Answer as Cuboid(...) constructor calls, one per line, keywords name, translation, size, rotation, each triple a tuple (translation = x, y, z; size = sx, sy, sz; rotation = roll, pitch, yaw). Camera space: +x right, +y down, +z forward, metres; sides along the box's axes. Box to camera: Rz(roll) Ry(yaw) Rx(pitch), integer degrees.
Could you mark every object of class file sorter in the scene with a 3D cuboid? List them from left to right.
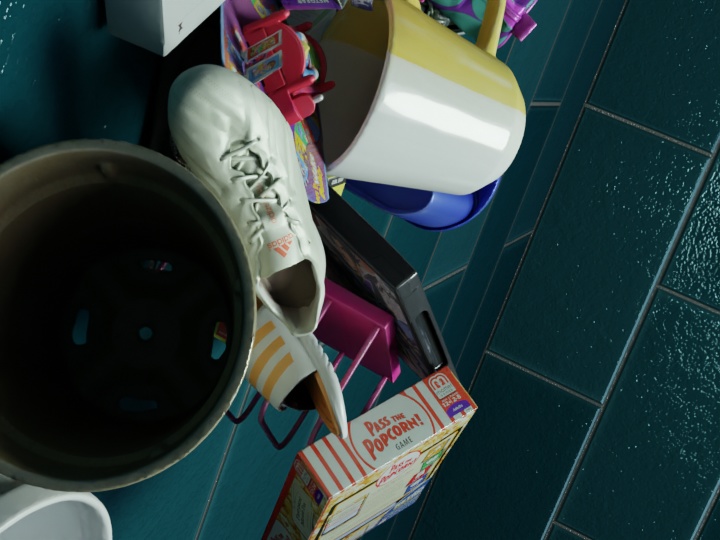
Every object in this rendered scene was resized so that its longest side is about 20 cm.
Cuboid(name="file sorter", translation=(-0.084, 0.067, 0.963), size=(0.126, 0.199, 0.139), rotation=(-56, 164, -17))

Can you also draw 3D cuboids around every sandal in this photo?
Cuboid(name="sandal", translation=(-0.075, 0.051, 0.856), size=(0.059, 0.207, 0.079), rotation=(-26, 150, -14))

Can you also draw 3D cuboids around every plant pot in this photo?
Cuboid(name="plant pot", translation=(-0.156, 0.034, 0.734), size=(0.202, 0.199, 0.184), rotation=(-64, 176, -5))

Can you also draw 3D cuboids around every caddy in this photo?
Cuboid(name="caddy", translation=(0.050, -0.127, 1.145), size=(0.105, 0.199, 0.142), rotation=(11, 109, -59))

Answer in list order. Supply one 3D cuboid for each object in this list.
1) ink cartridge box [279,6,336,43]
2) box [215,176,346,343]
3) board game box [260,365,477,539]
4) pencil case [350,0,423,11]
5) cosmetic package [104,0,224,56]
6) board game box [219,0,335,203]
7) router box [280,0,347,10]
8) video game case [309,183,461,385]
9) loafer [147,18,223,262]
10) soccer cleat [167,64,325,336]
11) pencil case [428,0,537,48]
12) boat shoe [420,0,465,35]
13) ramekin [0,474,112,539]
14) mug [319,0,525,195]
Cuboid(name="ink cartridge box", translation=(-0.044, -0.181, 1.010), size=(0.200, 0.048, 0.146), rotation=(-50, 158, -38))
Cuboid(name="box", translation=(-0.079, -0.015, 1.095), size=(0.050, 0.075, 0.202), rotation=(-28, 141, -62))
Cuboid(name="board game box", translation=(0.002, 0.175, 0.949), size=(0.151, 0.046, 0.201), rotation=(-26, 157, -29))
Cuboid(name="pencil case", translation=(0.011, -0.296, 0.823), size=(0.088, 0.087, 0.203), rotation=(48, 42, -74))
Cuboid(name="cosmetic package", translation=(-0.092, -0.256, 0.724), size=(0.200, 0.051, 0.152), rotation=(-54, 159, -38))
Cuboid(name="board game box", translation=(-0.046, -0.148, 0.817), size=(0.158, 0.039, 0.202), rotation=(53, 23, -46))
Cuboid(name="router box", translation=(-0.018, -0.282, 0.685), size=(0.201, 0.051, 0.150), rotation=(-63, 142, -27))
Cuboid(name="video game case", translation=(0.000, 0.000, 0.954), size=(0.025, 0.200, 0.181), rotation=(-37, 143, -10))
Cuboid(name="loafer", translation=(-0.120, -0.084, 0.849), size=(0.073, 0.071, 0.202), rotation=(-46, 155, -51))
Cuboid(name="soccer cleat", translation=(-0.063, -0.042, 0.721), size=(0.078, 0.069, 0.201), rotation=(-106, 174, -46))
Cuboid(name="pencil case", translation=(0.064, -0.275, 0.958), size=(0.085, 0.199, 0.093), rotation=(-50, -154, 13))
Cuboid(name="boat shoe", translation=(0.063, -0.248, 1.035), size=(0.199, 0.062, 0.074), rotation=(-14, 126, -48))
Cuboid(name="ramekin", translation=(-0.261, 0.202, 0.709), size=(0.200, 0.104, 0.201), rotation=(-50, 156, -32))
Cuboid(name="mug", translation=(0.058, -0.144, 0.905), size=(0.187, 0.152, 0.150), rotation=(-56, -149, 33))
